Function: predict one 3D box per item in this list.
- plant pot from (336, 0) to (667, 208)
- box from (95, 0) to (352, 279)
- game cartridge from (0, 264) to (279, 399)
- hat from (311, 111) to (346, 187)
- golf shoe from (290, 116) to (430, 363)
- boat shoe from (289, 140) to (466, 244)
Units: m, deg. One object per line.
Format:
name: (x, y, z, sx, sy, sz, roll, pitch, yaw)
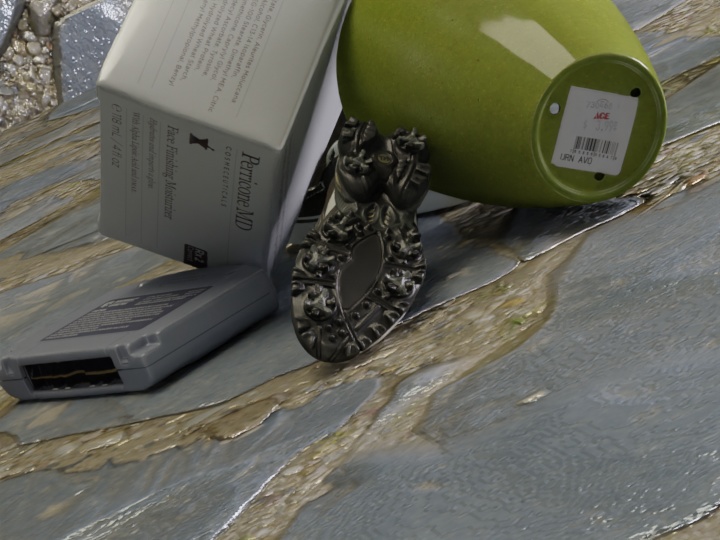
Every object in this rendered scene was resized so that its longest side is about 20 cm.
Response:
plant pot: (0.107, -0.114, 1.558, 0.186, 0.188, 0.200, -27, 26, -13)
box: (-0.085, -0.130, 1.668, 0.199, 0.130, 0.201, 100, -170, -62)
game cartridge: (-0.146, 0.040, 1.662, 0.133, 0.041, 0.200, -36, 17, -33)
hat: (-0.026, -0.110, 1.968, 0.200, 0.081, 0.201, -22, 12, 5)
golf shoe: (0.000, 0.000, 1.494, 0.077, 0.095, 0.200, 18, 42, 2)
boat shoe: (0.011, -0.069, 1.757, 0.199, 0.064, 0.071, -15, 15, 38)
